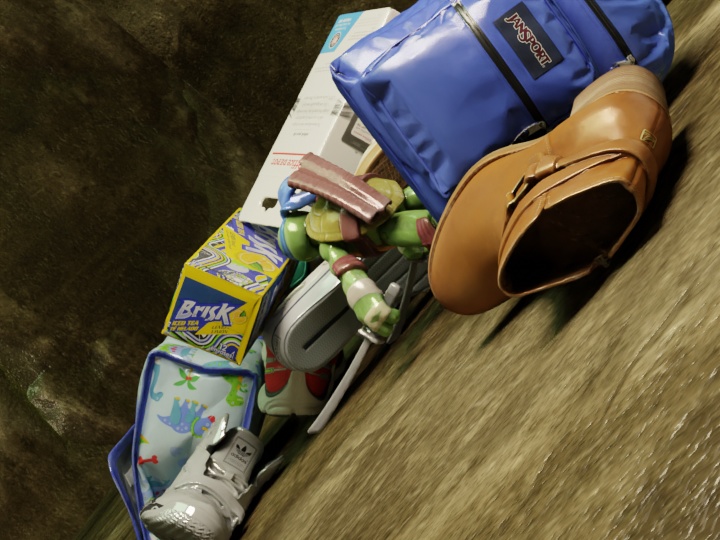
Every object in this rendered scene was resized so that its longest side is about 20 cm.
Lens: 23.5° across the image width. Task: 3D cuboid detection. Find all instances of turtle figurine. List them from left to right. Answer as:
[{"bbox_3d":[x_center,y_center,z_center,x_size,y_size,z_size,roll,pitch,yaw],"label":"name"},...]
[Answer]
[{"bbox_3d":[0.044,-0.006,1.280,0.193,0.201,0.144,-20,-9,32],"label":"turtle figurine"}]

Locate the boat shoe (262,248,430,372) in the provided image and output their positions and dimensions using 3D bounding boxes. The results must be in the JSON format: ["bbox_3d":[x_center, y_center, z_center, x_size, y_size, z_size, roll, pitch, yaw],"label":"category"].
[{"bbox_3d":[0.000,0.000,1.395,0.199,0.074,0.067,-36,28,-15],"label":"boat shoe"}]

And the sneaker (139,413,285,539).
[{"bbox_3d":[-0.118,0.175,1.394,0.115,0.075,0.200,-54,2,-13],"label":"sneaker"}]

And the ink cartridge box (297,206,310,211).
[{"bbox_3d":[0.015,-0.109,1.631,0.161,0.050,0.201,-34,25,37],"label":"ink cartridge box"}]

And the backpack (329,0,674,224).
[{"bbox_3d":[0.103,-0.127,1.107,0.200,0.163,0.168,-36,2,1],"label":"backpack"}]

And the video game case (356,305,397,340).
[{"bbox_3d":[0.044,-0.047,1.566,0.200,0.022,0.182,-49,23,8],"label":"video game case"}]

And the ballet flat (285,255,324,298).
[{"bbox_3d":[-0.031,-0.014,1.544,0.199,0.068,0.068,-24,59,35],"label":"ballet flat"}]

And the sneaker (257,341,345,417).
[{"bbox_3d":[-0.047,0.058,1.499,0.200,0.076,0.086,-96,11,-71],"label":"sneaker"}]

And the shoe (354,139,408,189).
[{"bbox_3d":[0.066,-0.110,1.389,0.200,0.070,0.053,-39,21,-20],"label":"shoe"}]

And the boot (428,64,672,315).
[{"bbox_3d":[0.092,-0.020,0.954,0.200,0.073,0.155,-51,8,30],"label":"boot"}]

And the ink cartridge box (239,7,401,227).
[{"bbox_3d":[-0.015,-0.113,1.441,0.201,0.066,0.116,-64,23,-6],"label":"ink cartridge box"}]

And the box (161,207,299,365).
[{"bbox_3d":[-0.100,0.009,1.420,0.200,0.070,0.065,-60,-8,-74],"label":"box"}]

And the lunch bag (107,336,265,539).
[{"bbox_3d":[-0.156,0.161,1.592,0.170,0.126,0.202,-66,-14,-80],"label":"lunch bag"}]
